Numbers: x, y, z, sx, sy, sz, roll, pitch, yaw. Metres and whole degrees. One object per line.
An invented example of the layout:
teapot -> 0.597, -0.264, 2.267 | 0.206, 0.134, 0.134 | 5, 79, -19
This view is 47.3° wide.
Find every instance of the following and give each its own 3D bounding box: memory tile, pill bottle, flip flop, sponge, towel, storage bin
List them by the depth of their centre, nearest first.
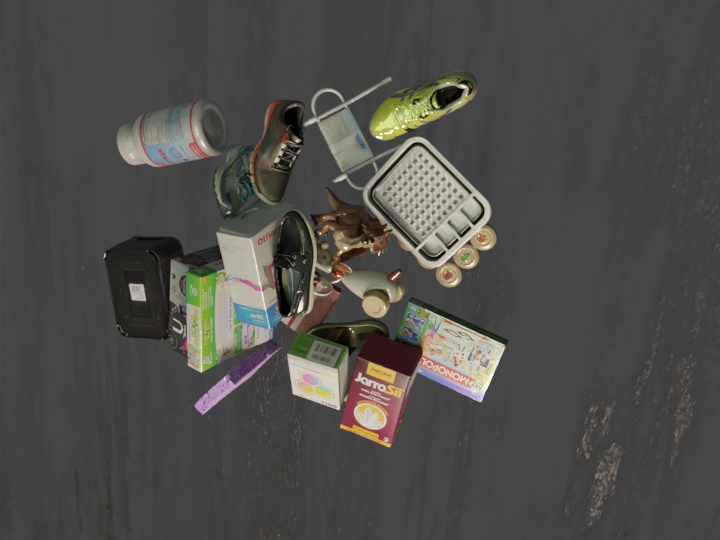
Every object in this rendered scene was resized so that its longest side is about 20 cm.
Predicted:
memory tile -> 0.139, -0.077, 1.509 | 0.200, 0.017, 0.153 | 43, 118, 3
pill bottle -> -0.364, -0.260, 1.588 | 0.200, 0.109, 0.109 | -7, 106, 24
flip flop -> -0.038, 0.147, 1.629 | 0.200, 0.058, 0.081 | -11, 121, 21
towel -> -0.147, 0.033, 1.659 | 0.200, 0.023, 0.144 | 38, 120, 7
sponge -> -0.245, 0.212, 1.660 | 0.030, 0.200, 0.112 | 48, 117, 2
storage bin -> -0.445, 0.036, 1.736 | 0.135, 0.094, 0.200 | 2, 110, 21

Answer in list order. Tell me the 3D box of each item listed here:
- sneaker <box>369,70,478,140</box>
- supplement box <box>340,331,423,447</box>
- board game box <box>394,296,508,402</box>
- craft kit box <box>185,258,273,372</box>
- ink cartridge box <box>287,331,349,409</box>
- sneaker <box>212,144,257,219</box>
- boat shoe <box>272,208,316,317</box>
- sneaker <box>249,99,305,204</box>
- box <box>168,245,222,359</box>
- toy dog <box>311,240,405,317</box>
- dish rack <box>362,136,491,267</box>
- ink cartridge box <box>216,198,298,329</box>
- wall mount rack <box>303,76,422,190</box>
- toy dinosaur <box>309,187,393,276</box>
sneaker -> 0.102, -0.284, 1.396 | 0.200, 0.076, 0.075 | -27, 99, 14
supplement box -> 0.039, 0.231, 1.597 | 0.110, 0.086, 0.200 | 20, 127, 10
board game box -> 0.165, 0.151, 1.575 | 0.200, 0.029, 0.135 | 24, 115, 12
craft kit box -> -0.248, 0.071, 1.593 | 0.048, 0.197, 0.200 | 19, 116, 31
ink cartridge box -> -0.080, 0.214, 1.628 | 0.104, 0.059, 0.200 | 17, 142, 14
sneaker -> -0.214, -0.172, 1.518 | 0.086, 0.200, 0.078 | -3, 133, 10
boat shoe -> -0.126, -0.007, 1.460 | 0.074, 0.066, 0.200 | 19, 117, 33
sneaker -> -0.143, -0.219, 1.488 | 0.082, 0.077, 0.200 | 0, 81, 50
box -> -0.304, 0.069, 1.658 | 0.115, 0.132, 0.200 | 22, 117, 33
toy dog -> 0.000, 0.000, 1.536 | 0.200, 0.132, 0.096 | 21, 125, -11
dish rack -> 0.120, -0.124, 1.466 | 0.200, 0.044, 0.172 | 45, 119, 1
ink cartridge box -> -0.175, -0.015, 1.531 | 0.085, 0.145, 0.200 | 11, 126, 31
wall mount rack -> 0.002, -0.249, 1.473 | 0.174, 0.075, 0.200 | -28, 99, -5
toy dinosaur -> -0.010, -0.080, 1.477 | 0.135, 0.200, 0.086 | -23, 133, 10
